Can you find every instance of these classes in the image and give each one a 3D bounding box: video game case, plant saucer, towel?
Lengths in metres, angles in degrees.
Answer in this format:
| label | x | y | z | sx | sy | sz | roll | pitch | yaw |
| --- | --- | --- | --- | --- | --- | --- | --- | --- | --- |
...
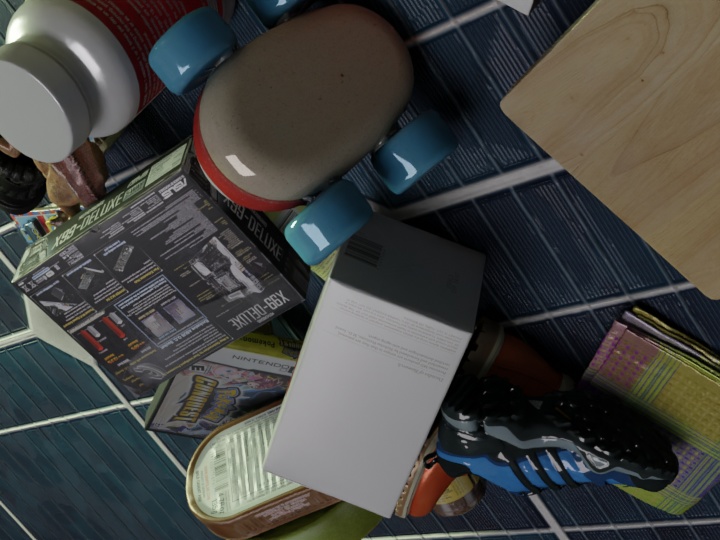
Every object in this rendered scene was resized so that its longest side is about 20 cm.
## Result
| label | x | y | z | sx | sy | sz | roll | pitch | yaw |
| --- | --- | --- | --- | --- | --- | --- | --- | --- | --- |
| video game case | -0.103 | 0.121 | 1.237 | 0.178 | 0.026 | 0.201 | 12 | 145 | -17 |
| plant saucer | -0.050 | 0.216 | 1.213 | 0.198 | 0.200 | 0.031 | -10 | 118 | 43 |
| towel | 0.244 | 0.122 | 1.037 | 0.142 | 0.023 | 0.201 | 29 | 142 | 10 |

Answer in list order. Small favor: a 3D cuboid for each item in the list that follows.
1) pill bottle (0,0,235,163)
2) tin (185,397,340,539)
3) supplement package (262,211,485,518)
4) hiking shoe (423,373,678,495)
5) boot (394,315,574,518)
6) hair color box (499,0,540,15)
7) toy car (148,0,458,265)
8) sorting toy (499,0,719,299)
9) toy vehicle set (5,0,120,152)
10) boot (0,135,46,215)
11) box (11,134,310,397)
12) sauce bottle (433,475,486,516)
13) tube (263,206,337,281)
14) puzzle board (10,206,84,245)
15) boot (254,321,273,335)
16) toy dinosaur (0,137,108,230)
| label | x | y | z | sx | sy | sz | roll | pitch | yaw |
| --- | --- | --- | --- | --- | --- | --- | --- | --- | --- |
| pill bottle | -0.186 | -0.172 | 0.932 | 0.111 | 0.201 | 0.113 | 20 | 139 | 19 |
| tin | -0.075 | 0.177 | 1.178 | 0.198 | 0.113 | 0.042 | -25 | 142 | 14 |
| supplement package | 0.010 | 0.076 | 1.032 | 0.118 | 0.122 | 0.202 | 20 | 122 | -1 |
| hiking shoe | 0.155 | 0.144 | 1.025 | 0.197 | 0.075 | 0.088 | 15 | 127 | 4 |
| boot | 0.102 | 0.149 | 1.090 | 0.106 | 0.075 | 0.201 | 27 | 114 | -5 |
| hair color box | 0.045 | -0.257 | 0.778 | 0.198 | 0.064 | 0.112 | 31 | 140 | 11 |
| toy car | -0.061 | -0.099 | 0.950 | 0.185 | 0.176 | 0.200 | 50 | 154 | 0 |
| sorting toy | 0.223 | -0.108 | 0.783 | 0.198 | 0.070 | 0.200 | 41 | 141 | -4 |
| toy vehicle set | -0.247 | -0.170 | 1.092 | 0.124 | 0.027 | 0.200 | 45 | 153 | -8 |
| boot | -0.374 | -0.141 | 1.180 | 0.209 | 0.080 | 0.158 | 31 | 163 | -8 |
| box | -0.165 | 0.003 | 1.058 | 0.199 | 0.050 | 0.158 | -30 | 119 | 24 |
| sauce bottle | 0.053 | 0.137 | 1.170 | 0.064 | 0.065 | 0.202 | -4 | 124 | 40 |
| tube | 0.000 | 0.000 | 1.088 | 0.199 | 0.052 | 0.058 | 37 | 173 | -5 |
| puzzle board | -0.274 | 0.016 | 1.341 | 0.149 | 0.017 | 0.202 | -1 | 128 | 39 |
| boot | -0.125 | -0.011 | 1.155 | 0.200 | 0.072 | 0.154 | 48 | 138 | -13 |
| toy dinosaur | -0.249 | -0.102 | 1.061 | 0.201 | 0.086 | 0.135 | 52 | 155 | -12 |
